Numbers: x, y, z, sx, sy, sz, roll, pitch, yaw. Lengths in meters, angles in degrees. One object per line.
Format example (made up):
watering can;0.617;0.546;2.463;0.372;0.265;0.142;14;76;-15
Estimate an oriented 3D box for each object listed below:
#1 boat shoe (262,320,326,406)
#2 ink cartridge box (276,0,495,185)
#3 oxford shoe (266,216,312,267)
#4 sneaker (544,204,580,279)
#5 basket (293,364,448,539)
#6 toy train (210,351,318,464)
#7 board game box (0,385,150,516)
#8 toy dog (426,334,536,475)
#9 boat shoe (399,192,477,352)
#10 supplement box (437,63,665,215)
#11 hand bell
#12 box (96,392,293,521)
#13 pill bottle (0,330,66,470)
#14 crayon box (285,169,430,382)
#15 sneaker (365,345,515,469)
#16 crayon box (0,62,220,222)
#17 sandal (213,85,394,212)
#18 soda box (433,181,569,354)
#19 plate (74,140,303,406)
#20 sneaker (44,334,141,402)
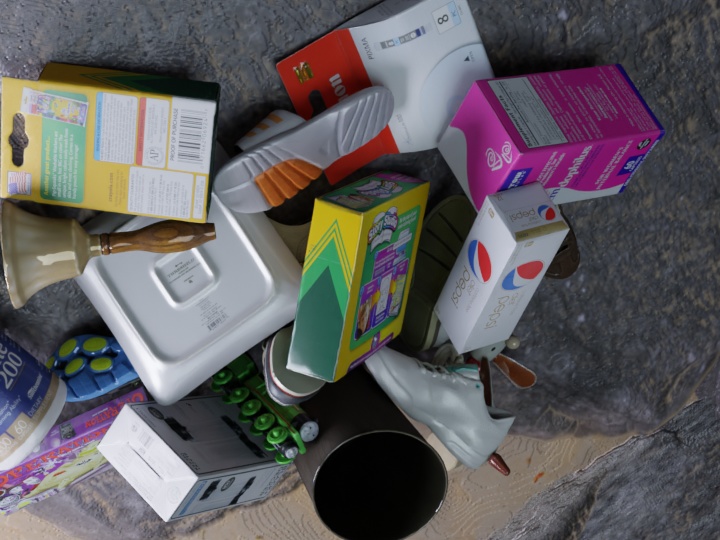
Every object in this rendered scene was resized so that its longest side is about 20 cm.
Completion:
boat shoe;-0.072;0.088;1.507;0.071;0.200;0.063;38;112;-13
ink cartridge box;0.034;-0.186;1.472;0.199;0.047;0.161;-30;126;-6
oxford shoe;-0.118;-0.020;1.512;0.198;0.071;0.075;-10;97;-16
sneaker;0.194;-0.050;1.599;0.070;0.076;0.200;-36;125;2
basket;-0.018;0.174;1.565;0.136;0.200;0.180;-46;130;6
toy train;-0.104;0.136;1.520;0.056;0.200;0.042;-31;126;-16
board game box;-0.306;0.194;1.542;0.198;0.032;0.120;-24;152;-6
toy dog;0.149;0.157;1.674;0.132;0.096;0.202;-37;142;-37
boat shoe;0.100;-0.003;1.596;0.068;0.075;0.201;-12;136;-38
supplement box;0.195;-0.135;1.489;0.198;0.104;0.102;-10;148;-31
hand bell;-0.238;-0.027;1.401;0.198;0.104;0.105;-7;122;-6
box;-0.168;0.191;1.519;0.060;0.116;0.200;-54;159;15
pill bottle;-0.395;0.096;1.422;0.111;0.111;0.200;-44;113;8
crayon box;0.000;0.000;1.473;0.058;0.200;0.174;15;106;18
sneaker;0.087;0.126;1.577;0.088;0.075;0.200;-45;117;8
crayon box;-0.237;-0.123;1.376;0.198;0.052;0.127;7;118;-4
sandal;-0.062;-0.130;1.449;0.205;0.059;0.080;-30;140;-15
soda box;0.141;0.000;1.486;0.068;0.064;0.201;-15;149;-25
plate;-0.174;0.002;1.448;0.199;0.032;0.201;-34;91;0
sneaker;-0.235;0.095;1.513;0.198;0.071;0.083;-19;156;3
